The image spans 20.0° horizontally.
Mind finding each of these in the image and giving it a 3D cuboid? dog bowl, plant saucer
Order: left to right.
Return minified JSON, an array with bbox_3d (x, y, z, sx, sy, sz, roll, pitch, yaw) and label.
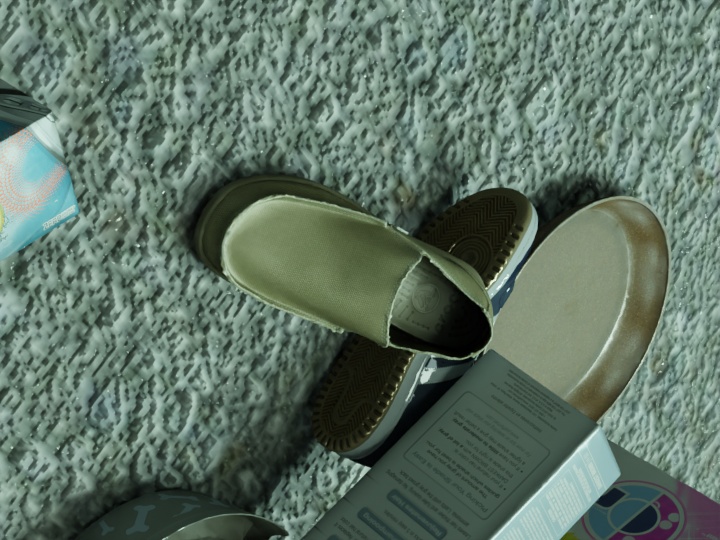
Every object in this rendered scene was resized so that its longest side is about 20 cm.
[{"bbox_3d":[-0.123,0.222,1.224,0.200,0.059,0.201,-27,131,-36],"label":"dog bowl"},{"bbox_3d":[0.142,0.036,1.421,0.200,0.032,0.201,-26,130,-35],"label":"plant saucer"}]

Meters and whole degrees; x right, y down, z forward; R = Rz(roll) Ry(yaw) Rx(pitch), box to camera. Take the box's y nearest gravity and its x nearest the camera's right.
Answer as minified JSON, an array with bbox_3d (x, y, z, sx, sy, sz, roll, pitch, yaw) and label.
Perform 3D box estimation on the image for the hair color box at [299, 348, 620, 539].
[{"bbox_3d":[0.052,0.154,1.239,0.200,0.099,0.061,-44,140,-14],"label":"hair color box"}]

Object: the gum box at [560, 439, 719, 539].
[{"bbox_3d":[0.192,0.202,1.444,0.113,0.200,0.066,-33,135,-32],"label":"gum box"}]

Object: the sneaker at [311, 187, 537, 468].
[{"bbox_3d":[0.060,0.046,1.304,0.200,0.070,0.108,-53,138,0],"label":"sneaker"}]

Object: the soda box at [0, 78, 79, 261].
[{"bbox_3d":[-0.232,-0.015,0.942,0.200,0.068,0.064,-35,136,-27],"label":"soda box"}]

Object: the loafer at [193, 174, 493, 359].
[{"bbox_3d":[0.000,0.000,1.172,0.199,0.067,0.076,17,98,-28],"label":"loafer"}]
